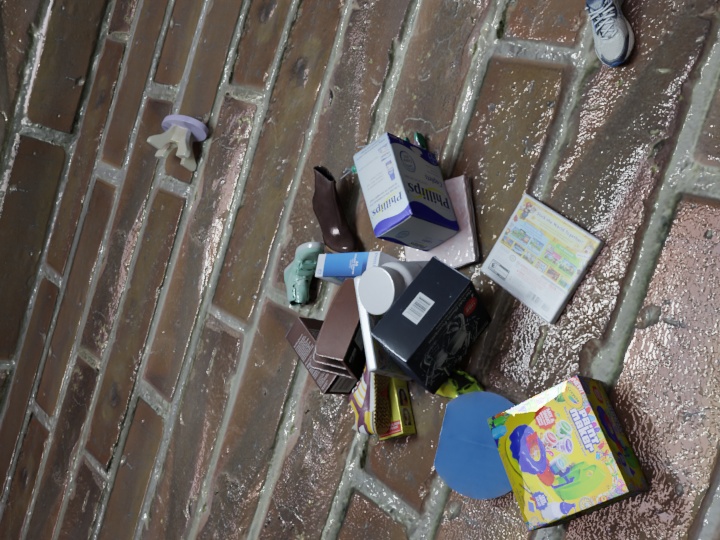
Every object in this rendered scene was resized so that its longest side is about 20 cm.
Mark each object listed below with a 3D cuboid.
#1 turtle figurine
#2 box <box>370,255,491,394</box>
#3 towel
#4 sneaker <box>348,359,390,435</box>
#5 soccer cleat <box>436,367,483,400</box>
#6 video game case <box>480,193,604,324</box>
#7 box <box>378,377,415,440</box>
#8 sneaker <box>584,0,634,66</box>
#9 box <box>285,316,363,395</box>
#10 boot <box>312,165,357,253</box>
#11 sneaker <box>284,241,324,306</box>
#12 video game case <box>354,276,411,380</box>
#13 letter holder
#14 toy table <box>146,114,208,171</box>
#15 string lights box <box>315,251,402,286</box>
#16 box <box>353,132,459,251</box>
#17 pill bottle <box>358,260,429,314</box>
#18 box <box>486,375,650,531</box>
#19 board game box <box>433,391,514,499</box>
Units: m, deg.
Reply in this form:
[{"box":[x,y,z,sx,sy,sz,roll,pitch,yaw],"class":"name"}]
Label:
[{"box":[0.055,-0.256,1.681,0.199,0.101,0.150,-21,27,38],"class":"turtle figurine"},{"box":[0.144,0.111,1.407,0.104,0.182,0.201,34,80,35],"class":"box"},{"box":[0.171,-0.091,1.576,0.190,0.032,0.203,-17,70,40],"class":"towel"},{"box":[0.014,0.254,1.556,0.089,0.075,0.203,-5,77,38],"class":"sneaker"},{"box":[0.186,0.240,1.486,0.199,0.064,0.084,36,144,34],"class":"soccer cleat"},{"box":[0.350,-0.026,1.398,0.200,0.023,0.183,42,111,41],"class":"video game case"},{"box":[0.065,0.270,1.590,0.075,0.050,0.203,-25,65,37],"class":"box"},{"box":[0.457,-0.482,1.345,0.077,0.085,0.203,-17,70,40],"class":"sneaker"},{"box":[-0.087,0.205,1.716,0.075,0.099,0.200,-54,50,21],"class":"box"},{"box":[-0.069,-0.144,1.741,0.200,0.072,0.168,51,152,45],"class":"boot"},{"box":[-0.134,0.015,1.798,0.201,0.073,0.120,130,137,-52],"class":"sneaker"},{"box":[0.053,0.127,1.531,0.023,0.182,0.203,-18,68,25],"class":"video game case"},{"box":[-0.045,0.124,1.618,0.141,0.101,0.202,9,62,28],"class":"letter holder"},{"box":[-0.581,-0.413,2.279,0.199,0.183,0.118,-1,64,56],"class":"toy table"},{"box":[0.000,0.000,1.670,0.198,0.102,0.060,-2,73,43],"class":"string lights box"},{"box":[0.098,-0.162,1.511,0.104,0.183,0.202,-30,64,33],"class":"box"},{"box":[0.093,0.038,1.477,0.112,0.199,0.115,2,93,40],"class":"pill bottle"},{"box":[0.358,0.317,1.241,0.192,0.121,0.202,-34,59,27],"class":"box"},{"box":[0.230,0.338,1.391,0.156,0.039,0.203,13,81,5],"class":"board game box"}]
